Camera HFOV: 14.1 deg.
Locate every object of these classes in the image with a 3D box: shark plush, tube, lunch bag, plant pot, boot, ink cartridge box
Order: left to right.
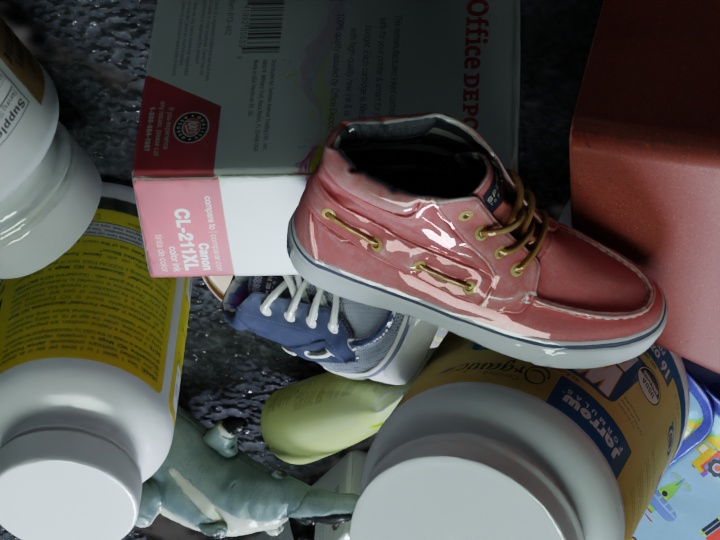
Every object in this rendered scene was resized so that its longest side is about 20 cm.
[{"bbox_3d":[-0.088,0.125,1.796,0.199,0.091,0.084,23,123,35],"label":"shark plush"},{"bbox_3d":[-0.017,0.020,1.616,0.090,0.073,0.200,19,166,-12],"label":"boot"},{"bbox_3d":[-0.013,-0.075,1.553,0.199,0.146,0.083,0,137,5],"label":"ink cartridge box"},{"bbox_3d":[-0.001,0.080,1.736,0.052,0.058,0.200,19,161,-20],"label":"tube"},{"bbox_3d":[0.159,0.092,1.682,0.200,0.094,0.150,37,129,-14],"label":"lunch bag"},{"bbox_3d":[0.206,-0.063,1.527,0.175,0.201,0.201,8,140,12],"label":"plant pot"}]

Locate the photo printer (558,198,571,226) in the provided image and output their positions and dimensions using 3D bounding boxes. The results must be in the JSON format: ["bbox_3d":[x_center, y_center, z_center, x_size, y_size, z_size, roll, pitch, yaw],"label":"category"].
[{"bbox_3d":[0.185,0.021,1.702,0.165,0.070,0.201,7,138,-4],"label":"photo printer"}]

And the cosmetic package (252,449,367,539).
[{"bbox_3d":[-0.020,0.209,1.930,0.101,0.074,0.200,26,136,-23],"label":"cosmetic package"}]

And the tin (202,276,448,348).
[{"bbox_3d":[0.000,0.000,1.720,0.199,0.042,0.112,21,132,-18],"label":"tin"}]

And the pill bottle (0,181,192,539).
[{"bbox_3d":[-0.159,0.056,1.672,0.112,0.201,0.113,2,138,2],"label":"pill bottle"}]

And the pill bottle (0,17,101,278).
[{"bbox_3d":[-0.229,-0.090,1.579,0.114,0.115,0.200,-18,134,23],"label":"pill bottle"}]

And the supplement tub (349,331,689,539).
[{"bbox_3d":[0.085,0.102,1.551,0.144,0.200,0.146,10,120,18],"label":"supplement tub"}]

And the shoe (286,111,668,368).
[{"bbox_3d":[0.066,-0.016,1.449,0.199,0.072,0.091,15,142,-5],"label":"shoe"}]
